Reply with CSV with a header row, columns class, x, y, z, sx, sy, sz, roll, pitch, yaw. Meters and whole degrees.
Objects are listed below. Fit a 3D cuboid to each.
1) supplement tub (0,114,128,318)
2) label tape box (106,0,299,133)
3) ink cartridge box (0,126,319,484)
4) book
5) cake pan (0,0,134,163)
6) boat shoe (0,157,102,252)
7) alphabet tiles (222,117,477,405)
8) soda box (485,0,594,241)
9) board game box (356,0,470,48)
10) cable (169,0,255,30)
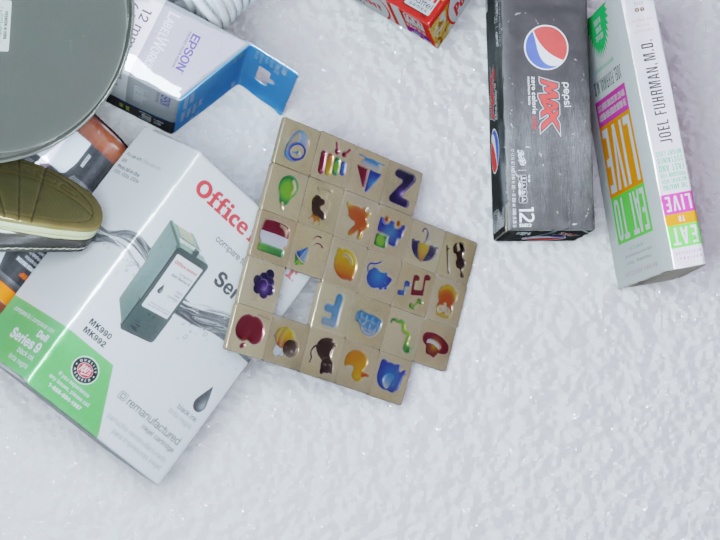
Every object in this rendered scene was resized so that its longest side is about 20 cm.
class,x,y,z,sx,sy,sz,roll,pitch,yaw
supplement tub,-0.258,-0.034,1.621,0.107,0.107,0.200,36,81,-2
label tape box,-0.149,-0.148,1.627,0.199,0.143,0.066,29,81,-3
ink cartridge box,-0.146,0.023,1.609,0.146,0.084,0.200,42,79,-37
book,0.206,-0.094,1.669,0.048,0.134,0.201,-10,85,-7
cake pan,-0.240,-0.164,1.496,0.199,0.037,0.201,-6,107,-19
boat shoe,-0.276,-0.038,1.538,0.200,0.072,0.066,9,126,-16
alphabet tiles,0.000,0.000,1.645,0.199,0.008,0.168,20,80,-38
soda box,0.132,-0.124,1.698,0.070,0.063,0.201,0,85,-8
board game box,0.048,-0.285,1.690,0.151,0.046,0.200,31,80,19
cable,-0.155,-0.247,1.609,0.200,0.200,0.069,41,81,-32
